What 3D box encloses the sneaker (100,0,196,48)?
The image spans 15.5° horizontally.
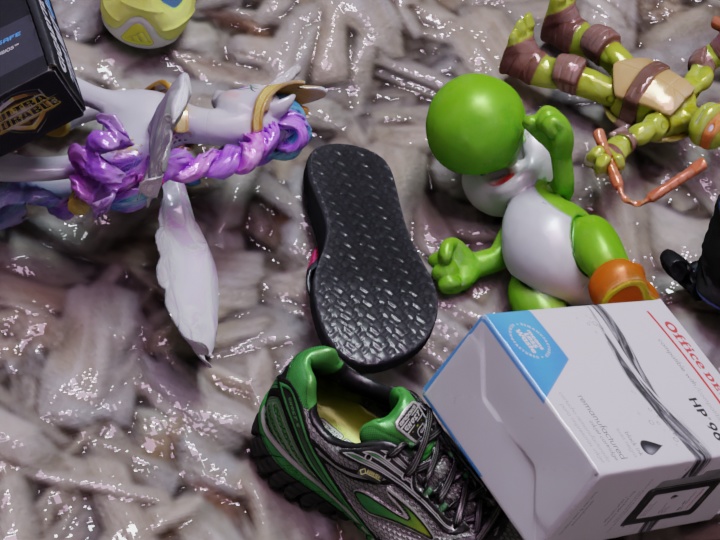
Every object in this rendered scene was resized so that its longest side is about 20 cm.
[{"bbox_3d":[-0.117,-0.239,1.672,0.075,0.105,0.201,8,51,-8],"label":"sneaker"}]

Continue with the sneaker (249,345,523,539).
[{"bbox_3d":[0.028,0.117,1.437,0.199,0.085,0.078,32,51,11],"label":"sneaker"}]

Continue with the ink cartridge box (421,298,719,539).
[{"bbox_3d":[0.145,0.080,1.462,0.199,0.068,0.116,-4,50,-47],"label":"ink cartridge box"}]

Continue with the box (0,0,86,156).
[{"bbox_3d":[-0.270,-0.124,1.506,0.199,0.050,0.199,-26,51,6],"label":"box"}]

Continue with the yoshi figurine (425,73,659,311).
[{"bbox_3d":[0.092,-0.040,1.569,0.112,0.112,0.201,-15,54,-16],"label":"yoshi figurine"}]

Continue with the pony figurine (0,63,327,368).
[{"bbox_3d":[-0.129,-0.061,1.516,0.198,0.167,0.194,4,42,9],"label":"pony figurine"}]

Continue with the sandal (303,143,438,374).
[{"bbox_3d":[0.000,0.000,1.559,0.075,0.045,0.201,10,36,-14],"label":"sandal"}]

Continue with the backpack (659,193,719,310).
[{"bbox_3d":[0.313,-0.036,1.599,0.199,0.155,0.190,30,40,14],"label":"backpack"}]

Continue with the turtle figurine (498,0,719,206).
[{"bbox_3d":[0.180,-0.121,1.681,0.161,0.065,0.200,32,60,21],"label":"turtle figurine"}]
